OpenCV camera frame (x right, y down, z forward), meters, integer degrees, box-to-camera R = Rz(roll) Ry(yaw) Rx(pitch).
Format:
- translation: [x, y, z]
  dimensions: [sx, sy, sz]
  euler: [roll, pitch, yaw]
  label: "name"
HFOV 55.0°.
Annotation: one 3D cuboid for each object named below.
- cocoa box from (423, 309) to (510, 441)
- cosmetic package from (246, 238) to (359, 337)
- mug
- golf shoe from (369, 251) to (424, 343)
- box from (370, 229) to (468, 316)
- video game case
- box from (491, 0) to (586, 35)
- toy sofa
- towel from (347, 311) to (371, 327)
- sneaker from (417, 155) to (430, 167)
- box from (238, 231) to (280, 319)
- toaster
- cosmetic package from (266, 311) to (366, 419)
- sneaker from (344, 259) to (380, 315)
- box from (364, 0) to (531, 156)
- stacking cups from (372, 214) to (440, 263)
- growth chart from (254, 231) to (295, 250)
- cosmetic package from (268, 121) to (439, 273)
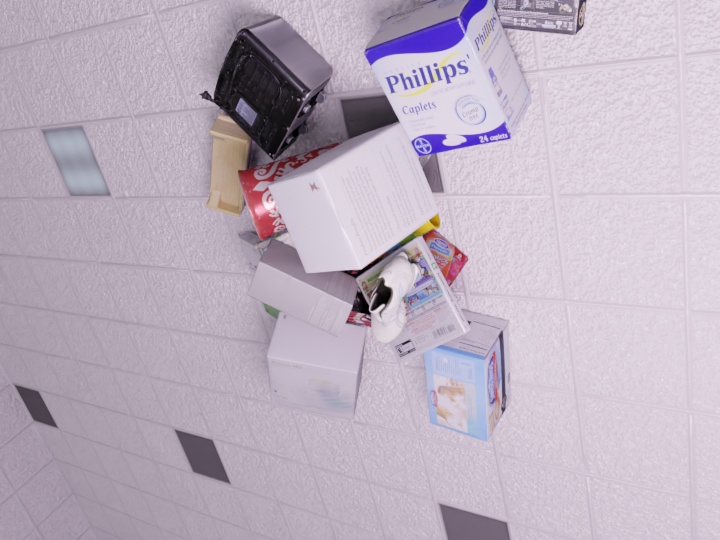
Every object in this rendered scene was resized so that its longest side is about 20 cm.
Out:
- translation: [0.210, 0.202, 1.349]
  dimensions: [0.131, 0.131, 0.204]
  euler: [11, 125, 30]
  label: "cocoa box"
- translation: [-0.107, 0.032, 1.321]
  dimensions: [0.196, 0.107, 0.092]
  euler: [24, 118, -1]
  label: "cosmetic package"
- translation: [-0.117, -0.156, 1.310]
  dimensions: [0.196, 0.178, 0.136]
  euler: [-20, 96, -2]
  label: "mug"
- translation: [0.039, 0.060, 1.225]
  dimensions: [0.078, 0.096, 0.203]
  euler: [37, 134, 27]
  label: "golf shoe"
- translation: [0.111, 0.034, 1.329]
  dimensions: [0.095, 0.100, 0.202]
  euler: [39, 134, 9]
  label: "box"
- translation: [0.090, 0.058, 1.259]
  dimensions: [0.199, 0.022, 0.185]
  euler: [-33, 84, 50]
  label: "video game case"
- translation: [0.220, -0.426, 0.971]
  dimensions: [0.196, 0.049, 0.164]
  euler: [16, 130, 28]
  label: "box"
- translation: [-0.269, -0.225, 1.456]
  dimensions: [0.081, 0.099, 0.203]
  euler: [15, 130, 1]
  label: "toy sofa"
- translation: [-0.040, 0.099, 1.477]
  dimensions: [0.196, 0.143, 0.023]
  euler: [9, 81, 31]
  label: "towel"
- translation: [0.059, -0.191, 1.233]
  dimensions: [0.099, 0.078, 0.202]
  euler: [39, 134, 12]
  label: "sneaker"
- translation: [-0.205, 0.021, 1.563]
  dimensions: [0.143, 0.036, 0.204]
  euler: [25, 136, 56]
  label: "box"
- translation: [-0.167, -0.338, 1.267]
  dimensions: [0.200, 0.119, 0.181]
  euler: [43, 134, 3]
  label: "toaster"
- translation: [-0.095, 0.212, 1.521]
  dimensions: [0.194, 0.125, 0.203]
  euler: [9, 139, 4]
  label: "cosmetic package"
- translation: [0.000, 0.000, 1.399]
  dimensions: [0.075, 0.084, 0.204]
  euler: [-8, 114, 38]
  label: "sneaker"
- translation: [0.133, -0.294, 1.046]
  dimensions: [0.181, 0.106, 0.202]
  euler: [-3, 132, 42]
  label: "box"
- translation: [0.054, -0.065, 1.302]
  dimensions: [0.197, 0.061, 0.061]
  euler: [-27, 103, 30]
  label: "stacking cups"
- translation: [-0.128, -0.003, 1.412]
  dimensions: [0.142, 0.018, 0.200]
  euler: [-11, 135, 36]
  label: "growth chart"
- translation: [-0.011, -0.119, 1.146]
  dimensions: [0.165, 0.198, 0.170]
  euler: [-3, 115, 54]
  label: "cosmetic package"
